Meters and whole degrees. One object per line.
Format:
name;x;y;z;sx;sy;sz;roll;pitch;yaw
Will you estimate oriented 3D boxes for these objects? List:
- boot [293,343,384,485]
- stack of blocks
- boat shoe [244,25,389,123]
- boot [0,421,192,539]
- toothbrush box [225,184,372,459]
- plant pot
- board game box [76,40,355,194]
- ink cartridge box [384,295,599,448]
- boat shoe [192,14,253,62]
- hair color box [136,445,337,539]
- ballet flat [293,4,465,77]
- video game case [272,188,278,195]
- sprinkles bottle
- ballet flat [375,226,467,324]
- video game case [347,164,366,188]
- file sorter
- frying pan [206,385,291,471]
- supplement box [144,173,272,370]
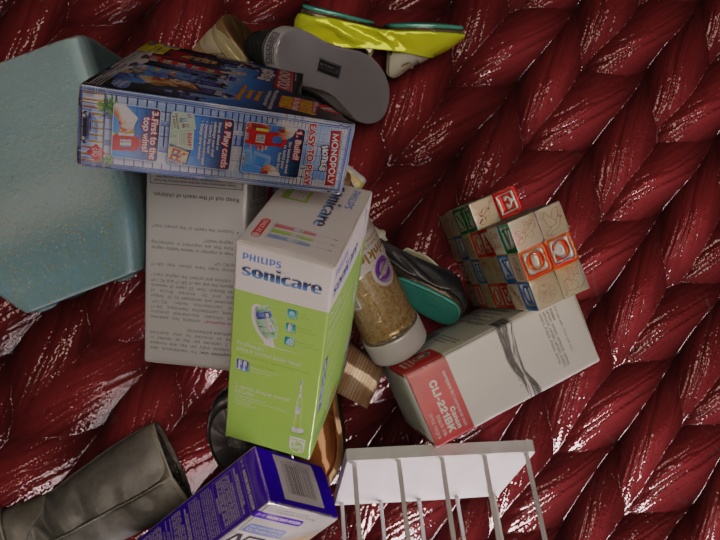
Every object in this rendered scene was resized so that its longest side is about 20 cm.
boot;-0.079;0.155;0.775;0.152;0.074;0.203;26;85;0
stack of blocks;0.154;-0.024;0.746;0.058;0.200;0.117;-22;92;-8
boat shoe;-0.040;-0.212;0.755;0.056;0.198;0.070;21;95;36
boot;-0.269;0.284;0.740;0.197;0.072;0.185;-22;93;-16
toothbrush box;-0.054;0.038;0.634;0.084;0.146;0.203;14;122;6
plant pot;-0.287;-0.077;0.677;0.192;0.196;0.204;-19;97;0
board game box;-0.105;-0.127;0.591;0.196;0.201;0.063;11;116;-6
ink cartridge box;0.134;0.096;0.766;0.197;0.144;0.085;-26;93;-8
boat shoe;-0.099;-0.174;0.763;0.064;0.071;0.201;-32;102;26
hair color box;-0.132;0.264;0.697;0.199;0.065;0.109;-39;139;16
ballet flat;0.020;-0.258;0.810;0.195;0.067;0.068;5;108;-6
video game case;-0.113;-0.060;0.745;0.140;0.017;0.205;3;106;6
sprinkles bottle;0.000;0.000;0.724;0.068;0.068;0.202;-31;111;-9
ballet flat;0.032;-0.005;0.798;0.197;0.073;0.074;25;84;-4
video game case;-0.122;-0.089;0.795;0.199;0.023;0.183;37;83;-5
file sorter;0.079;0.266;0.733;0.195;0.140;0.127;-1;56;-9
frying pan;-0.135;0.213;0.765;0.114;0.031;0.193;29;111;23
supplement box;-0.145;-0.017;0.690;0.101;0.101;0.205;4;99;6
